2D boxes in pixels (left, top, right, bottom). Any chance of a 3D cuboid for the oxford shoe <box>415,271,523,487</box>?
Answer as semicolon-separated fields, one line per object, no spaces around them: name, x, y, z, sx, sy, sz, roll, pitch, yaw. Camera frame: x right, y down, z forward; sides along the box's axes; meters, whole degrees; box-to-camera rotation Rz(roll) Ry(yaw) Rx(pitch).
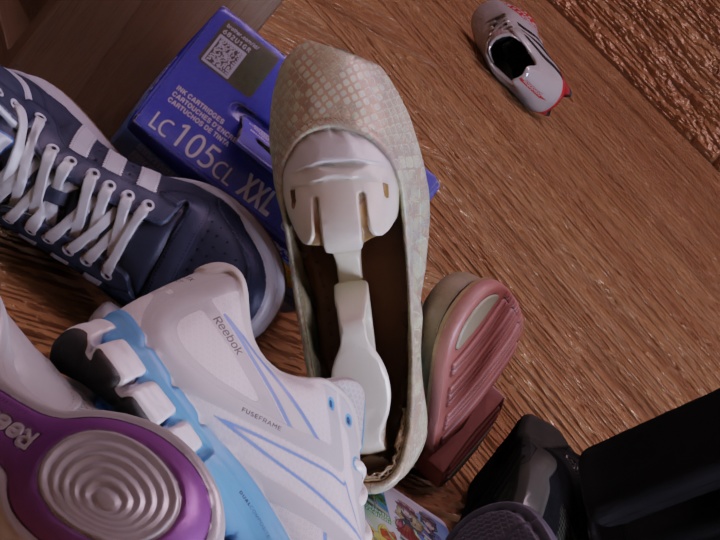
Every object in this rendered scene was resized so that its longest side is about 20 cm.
oxford shoe;0.028;0.046;1.010;0.074;0.071;0.200;37;-22;13

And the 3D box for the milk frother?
milk frother;0.205;0.141;0.921;0.180;0.188;0.200;-2;70;-53

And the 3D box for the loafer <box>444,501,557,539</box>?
loafer;0.069;0.183;0.784;0.063;0.072;0.200;47;25;-44

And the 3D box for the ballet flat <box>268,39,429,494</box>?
ballet flat;0.000;0.000;0.899;0.062;0.067;0.200;-71;152;-80

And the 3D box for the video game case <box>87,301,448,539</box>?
video game case;-0.031;0.109;0.867;0.200;0.022;0.182;35;16;-20

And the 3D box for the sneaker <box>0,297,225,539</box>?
sneaker;-0.120;0.068;0.700;0.200;0.075;0.100;37;-27;32

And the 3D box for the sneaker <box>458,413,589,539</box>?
sneaker;0.104;0.136;1.018;0.114;0.076;0.199;35;9;4

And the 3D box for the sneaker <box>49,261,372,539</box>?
sneaker;-0.019;0.084;0.738;0.200;0.087;0.075;59;-29;-10

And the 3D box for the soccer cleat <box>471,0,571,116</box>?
soccer cleat;0.164;-0.247;2.301;0.085;0.069;0.200;34;20;-41

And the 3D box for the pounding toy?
pounding toy;-0.107;-0.182;1.193;0.142;0.184;0.200;33;17;-29

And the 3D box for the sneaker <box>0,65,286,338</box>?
sneaker;-0.129;-0.034;0.912;0.200;0.070;0.108;35;7;27

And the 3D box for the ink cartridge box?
ink cartridge box;-0.048;-0.050;1.025;0.136;0.076;0.200;38;-13;-8
